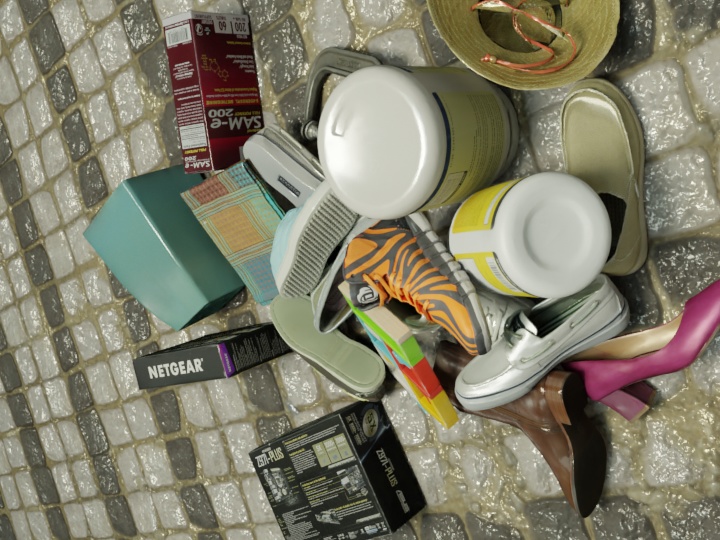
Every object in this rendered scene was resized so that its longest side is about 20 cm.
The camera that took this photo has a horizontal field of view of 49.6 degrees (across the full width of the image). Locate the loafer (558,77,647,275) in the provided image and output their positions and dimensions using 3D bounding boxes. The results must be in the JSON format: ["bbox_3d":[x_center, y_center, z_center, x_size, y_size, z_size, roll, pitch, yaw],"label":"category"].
[{"bbox_3d":[0.240,-0.089,0.769,0.075,0.068,0.202,-10,96,37],"label":"loafer"}]

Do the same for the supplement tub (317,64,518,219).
[{"bbox_3d":[0.067,-0.137,0.808,0.144,0.199,0.147,10,106,35],"label":"supplement tub"}]

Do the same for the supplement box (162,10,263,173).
[{"bbox_3d":[-0.192,-0.237,1.044,0.060,0.108,0.202,0,102,37],"label":"supplement box"}]

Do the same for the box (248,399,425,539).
[{"bbox_3d":[-0.036,0.283,1.062,0.199,0.086,0.165,-31,82,38],"label":"box"}]

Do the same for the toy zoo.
[{"bbox_3d":[0.051,0.107,0.916,0.131,0.020,0.201,40,165,50],"label":"toy zoo"}]

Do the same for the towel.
[{"bbox_3d":[-0.143,-0.044,1.054,0.146,0.022,0.201,-18,116,39],"label":"towel"}]

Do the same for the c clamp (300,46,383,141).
[{"bbox_3d":[-0.024,-0.179,0.941,0.200,0.027,0.172,40,123,48],"label":"c clamp"}]

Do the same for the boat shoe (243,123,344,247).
[{"bbox_3d":[-0.058,-0.109,0.996,0.200,0.066,0.072,39,147,3],"label":"boat shoe"}]

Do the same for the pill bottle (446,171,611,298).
[{"bbox_3d":[0.153,-0.032,0.773,0.200,0.111,0.113,-177,73,-79],"label":"pill bottle"}]

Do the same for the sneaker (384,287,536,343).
[{"bbox_3d":[0.111,0.055,0.875,0.199,0.115,0.074,21,111,31],"label":"sneaker"}]

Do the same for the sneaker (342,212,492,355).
[{"bbox_3d":[0.050,0.026,0.804,0.201,0.111,0.078,59,172,42],"label":"sneaker"}]

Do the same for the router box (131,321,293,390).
[{"bbox_3d":[-0.207,0.120,1.116,0.199,0.149,0.052,-13,92,39],"label":"router box"}]

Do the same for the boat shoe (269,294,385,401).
[{"bbox_3d":[-0.046,0.103,1.037,0.201,0.072,0.061,38,159,29],"label":"boat shoe"}]

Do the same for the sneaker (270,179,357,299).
[{"bbox_3d":[-0.068,-0.056,0.947,0.201,0.073,0.082,-56,51,38],"label":"sneaker"}]

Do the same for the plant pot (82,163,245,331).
[{"bbox_3d":[-0.270,-0.027,1.142,0.141,0.141,0.201,-40,84,37],"label":"plant pot"}]

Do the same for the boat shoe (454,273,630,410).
[{"bbox_3d":[0.175,0.066,0.800,0.199,0.074,0.067,-34,123,6],"label":"boat shoe"}]

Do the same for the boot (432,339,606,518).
[{"bbox_3d":[0.172,0.174,0.891,0.199,0.064,0.188,6,117,48],"label":"boot"}]

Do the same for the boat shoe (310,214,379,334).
[{"bbox_3d":[-0.002,0.000,0.962,0.202,0.074,0.065,-48,29,37],"label":"boat shoe"}]

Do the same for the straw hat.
[{"bbox_3d":[0.156,-0.246,0.782,0.202,0.200,0.085,51,169,16],"label":"straw hat"}]

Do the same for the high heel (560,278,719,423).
[{"bbox_3d":[0.281,0.064,0.772,0.096,0.067,0.201,36,124,13],"label":"high heel"}]
